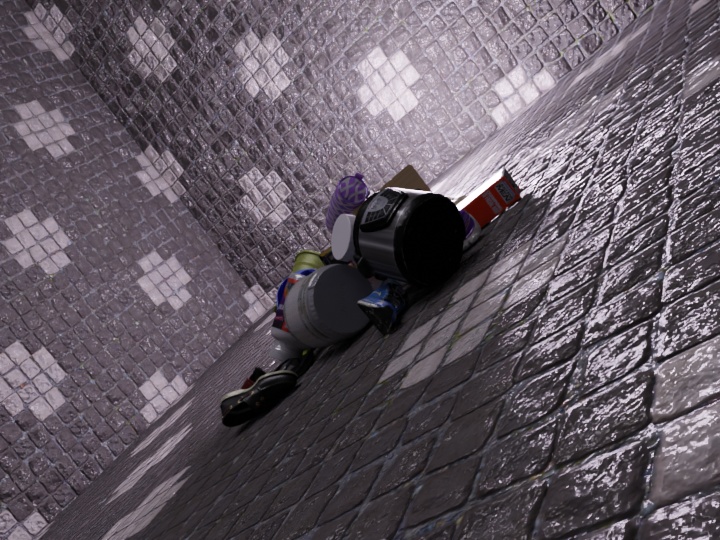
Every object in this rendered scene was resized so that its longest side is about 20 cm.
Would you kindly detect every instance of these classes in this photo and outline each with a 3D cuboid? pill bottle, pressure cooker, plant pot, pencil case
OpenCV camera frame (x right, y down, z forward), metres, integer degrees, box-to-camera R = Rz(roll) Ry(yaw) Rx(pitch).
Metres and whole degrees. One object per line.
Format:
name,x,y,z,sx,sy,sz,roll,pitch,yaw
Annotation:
pill bottle,0.044,-0.056,1.607,0.196,0.119,0.115,7,-20,-27
pressure cooker,0.080,-0.065,1.451,0.173,0.184,0.198,-5,12,-34
plant pot,-0.151,0.079,2.187,0.186,0.200,0.200,-56,14,-31
pill bottle,-0.148,0.119,1.796,0.111,0.109,0.205,166,123,-77
pencil case,-0.037,-0.163,1.898,0.201,0.082,0.087,122,168,-62

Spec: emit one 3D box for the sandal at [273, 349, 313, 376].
sandal,-0.185,0.246,1.706,0.199,0.043,0.076,-41,6,-11

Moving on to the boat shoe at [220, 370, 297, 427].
boat shoe,-0.214,0.274,1.620,0.198,0.074,0.064,-28,45,20

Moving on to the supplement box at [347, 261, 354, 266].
supplement box,-0.003,0.019,1.971,0.130,0.104,0.200,-36,6,32

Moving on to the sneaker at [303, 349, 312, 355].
sneaker,-0.104,0.132,1.867,0.199,0.081,0.074,-38,6,20

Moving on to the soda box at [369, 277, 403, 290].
soda box,0.029,0.040,1.756,0.199,0.069,0.064,-37,6,32

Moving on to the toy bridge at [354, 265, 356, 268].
toy bridge,0.000,0.000,1.752,0.067,0.027,0.200,-41,5,-11

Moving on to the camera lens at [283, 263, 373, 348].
camera lens,-0.071,0.079,1.651,0.160,0.161,0.199,-42,6,-26

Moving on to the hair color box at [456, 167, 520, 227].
hair color box,0.249,-0.129,1.643,0.199,0.064,0.111,-40,5,19

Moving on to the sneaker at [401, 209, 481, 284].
sneaker,0.152,-0.048,1.555,0.199,0.084,0.081,-40,5,11

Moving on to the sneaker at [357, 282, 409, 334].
sneaker,0.046,0.060,1.444,0.089,0.079,0.200,-42,5,-1

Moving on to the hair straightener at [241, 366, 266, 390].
hair straightener,-0.243,0.268,1.762,0.077,0.041,0.201,-50,-8,-31

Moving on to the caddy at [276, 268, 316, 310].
caddy,-0.148,0.083,2.001,0.138,0.106,0.202,-21,42,9

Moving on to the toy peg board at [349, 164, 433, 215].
toy peg board,0.107,-0.107,1.837,0.199,0.201,0.098,-38,-10,4

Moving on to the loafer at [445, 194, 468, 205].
loafer,0.218,-0.142,1.895,0.068,0.077,0.200,-34,4,-16

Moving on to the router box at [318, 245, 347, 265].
router box,-0.012,-0.078,1.983,0.199,0.053,0.157,-39,7,-8
